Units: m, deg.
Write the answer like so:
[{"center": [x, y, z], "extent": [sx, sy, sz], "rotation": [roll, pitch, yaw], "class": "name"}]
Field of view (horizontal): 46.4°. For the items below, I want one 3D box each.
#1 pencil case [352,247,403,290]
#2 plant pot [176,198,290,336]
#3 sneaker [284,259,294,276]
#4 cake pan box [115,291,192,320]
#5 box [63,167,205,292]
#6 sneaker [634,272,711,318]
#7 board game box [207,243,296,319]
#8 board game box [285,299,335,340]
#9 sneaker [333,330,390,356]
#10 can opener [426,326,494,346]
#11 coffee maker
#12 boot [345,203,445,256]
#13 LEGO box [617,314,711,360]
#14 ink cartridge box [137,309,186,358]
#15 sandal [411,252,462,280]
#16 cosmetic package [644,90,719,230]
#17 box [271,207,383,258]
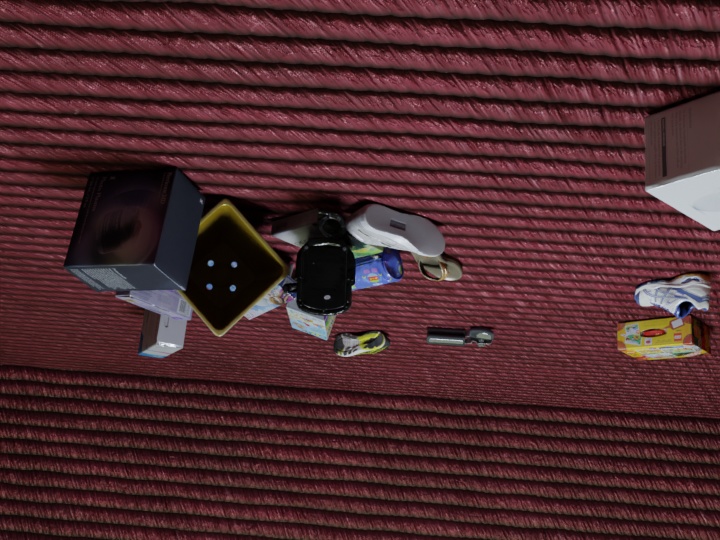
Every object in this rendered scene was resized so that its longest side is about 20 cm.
[{"center": [0.000, 0.000, 1.870], "extent": [0.199, 0.079, 0.087], "rotation": [-13, 145, 34], "class": "pencil case"}, {"center": [-0.281, 0.003, 1.718], "extent": [0.196, 0.194, 0.200], "rotation": [48, 169, -2], "class": "plant pot"}, {"center": [-0.223, 0.016, 2.030], "extent": [0.095, 0.080, 0.200], "rotation": [23, 156, -15], "class": "sneaker"}, {"center": [-0.429, -0.003, 1.830], "extent": [0.052, 0.186, 0.200], "rotation": [-2, 162, 33], "class": "cake pan box"}, {"center": [-0.417, -0.074, 1.567], "extent": [0.197, 0.202, 0.123], "rotation": [-2, 155, 18], "class": "box"}, {"center": [0.700, 0.067, 1.903], "extent": [0.075, 0.089, 0.200], "rotation": [11, 163, -26], "class": "sneaker"}, {"center": [-0.272, 0.019, 1.940], "extent": [0.200, 0.044, 0.198], "rotation": [40, 143, -22], "class": "board game box"}, {"center": [-0.117, 0.091, 2.133], "extent": [0.104, 0.104, 0.200], "rotation": [19, 163, 5], "class": "board game box"}, {"center": [0.005, 0.238, 2.634], "extent": [0.199, 0.075, 0.084], "rotation": [-8, 159, 34], "class": "sneaker"}, {"center": [0.293, 0.187, 2.467], "extent": [0.198, 0.053, 0.067], "rotation": [0, 127, 11], "class": "can opener"}, {"center": [-0.059, -0.009, 1.670], "extent": [0.134, 0.193, 0.200], "rotation": [25, -179, -2], "class": "coffee maker"}, {"center": [0.067, -0.076, 1.676], "extent": [0.199, 0.074, 0.095], "rotation": [23, 162, -25], "class": "boot"}, {"center": [0.812, 0.182, 2.246], "extent": [0.199, 0.078, 0.148], "rotation": [-11, 157, 40], "class": "LEGO box"}, {"center": [-0.575, 0.168, 2.454], "extent": [0.084, 0.146, 0.200], "rotation": [13, 161, -26], "class": "ink cartridge box"}, {"center": [0.164, -0.008, 1.866], "extent": [0.080, 0.055, 0.200], "rotation": [-4, 160, 26], "class": "sandal"}, {"center": [0.541, -0.160, 1.183], "extent": [0.198, 0.124, 0.199], "rotation": [19, 159, -38], "class": "cosmetic package"}, {"center": [-0.067, -0.071, 1.764], "extent": [0.144, 0.037, 0.199], "rotation": [-12, 157, 43], "class": "box"}]
